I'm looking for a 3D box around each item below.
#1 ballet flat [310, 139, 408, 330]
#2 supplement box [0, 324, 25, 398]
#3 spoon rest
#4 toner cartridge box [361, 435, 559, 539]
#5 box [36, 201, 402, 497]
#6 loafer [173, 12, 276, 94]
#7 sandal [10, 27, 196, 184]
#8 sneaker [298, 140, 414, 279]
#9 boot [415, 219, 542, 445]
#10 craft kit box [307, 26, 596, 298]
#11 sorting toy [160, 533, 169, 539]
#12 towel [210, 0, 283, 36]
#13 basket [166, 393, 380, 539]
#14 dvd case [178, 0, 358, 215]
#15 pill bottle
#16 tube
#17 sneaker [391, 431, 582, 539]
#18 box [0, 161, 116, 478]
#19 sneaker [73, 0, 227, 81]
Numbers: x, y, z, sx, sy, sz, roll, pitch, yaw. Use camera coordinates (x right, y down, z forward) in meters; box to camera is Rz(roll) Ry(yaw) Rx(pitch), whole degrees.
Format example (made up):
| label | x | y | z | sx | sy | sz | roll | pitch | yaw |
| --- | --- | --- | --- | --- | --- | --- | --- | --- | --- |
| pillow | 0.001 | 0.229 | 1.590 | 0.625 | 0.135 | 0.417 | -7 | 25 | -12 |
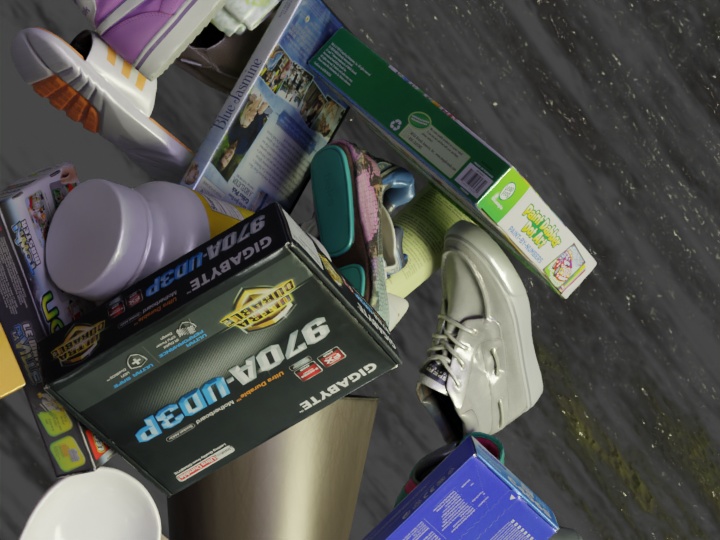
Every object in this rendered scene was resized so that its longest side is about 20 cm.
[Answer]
| label | x | y | z | sx | sy | sz | roll | pitch | yaw |
| --- | --- | --- | --- | --- | --- | --- | --- | --- | --- |
| ballet flat | 0.000 | 0.000 | 1.607 | 0.071 | 0.069 | 0.200 | 17 | 63 | -41 |
| supplement box | -0.363 | 0.058 | 1.399 | 0.200 | 0.197 | 0.133 | -28 | 102 | -31 |
| spoon rest | -0.229 | 0.218 | 1.516 | 0.200 | 0.061 | 0.099 | -37 | 111 | -9 |
| toner cartridge box | 0.050 | 0.233 | 1.684 | 0.095 | 0.043 | 0.200 | 43 | 99 | -14 |
| box | -0.096 | 0.057 | 1.475 | 0.200 | 0.046 | 0.159 | -30 | 135 | 11 |
| loafer | -0.109 | -0.184 | 1.657 | 0.200 | 0.068 | 0.076 | 14 | 79 | -32 |
| sandal | -0.175 | -0.129 | 1.612 | 0.207 | 0.079 | 0.059 | 40 | 65 | -34 |
| sneaker | -0.008 | -0.012 | 1.671 | 0.085 | 0.077 | 0.200 | 15 | 61 | 8 |
| boot | 0.086 | 0.061 | 1.743 | 0.096 | 0.074 | 0.200 | -40 | 130 | -25 |
| craft kit box | 0.073 | -0.081 | 1.655 | 0.049 | 0.200 | 0.198 | -47 | 148 | -2 |
| sorting toy | -0.178 | 0.292 | 1.545 | 0.185 | 0.036 | 0.200 | 38 | 74 | 15 |
| towel | -0.106 | -0.288 | 1.634 | 0.200 | 0.048 | 0.171 | 47 | 47 | -3 |
| basket | -0.077 | 0.189 | 1.623 | 0.180 | 0.136 | 0.200 | 7 | 87 | -35 |
| dvd case | -0.066 | -0.106 | 1.645 | 0.200 | 0.018 | 0.143 | -61 | 153 | -7 |
| pill bottle | -0.122 | 0.000 | 1.531 | 0.200 | 0.111 | 0.111 | 19 | 77 | -44 |
| tube | 0.048 | -0.022 | 1.762 | 0.200 | 0.052 | 0.058 | -42 | 114 | -28 |
| sneaker | 0.109 | 0.193 | 1.760 | 0.200 | 0.084 | 0.121 | 1 | 111 | -32 |
| box | -0.209 | 0.033 | 1.524 | 0.110 | 0.035 | 0.200 | -41 | 116 | -62 |
| sneaker | -0.124 | -0.244 | 1.534 | 0.114 | 0.073 | 0.200 | 45 | 97 | -1 |
